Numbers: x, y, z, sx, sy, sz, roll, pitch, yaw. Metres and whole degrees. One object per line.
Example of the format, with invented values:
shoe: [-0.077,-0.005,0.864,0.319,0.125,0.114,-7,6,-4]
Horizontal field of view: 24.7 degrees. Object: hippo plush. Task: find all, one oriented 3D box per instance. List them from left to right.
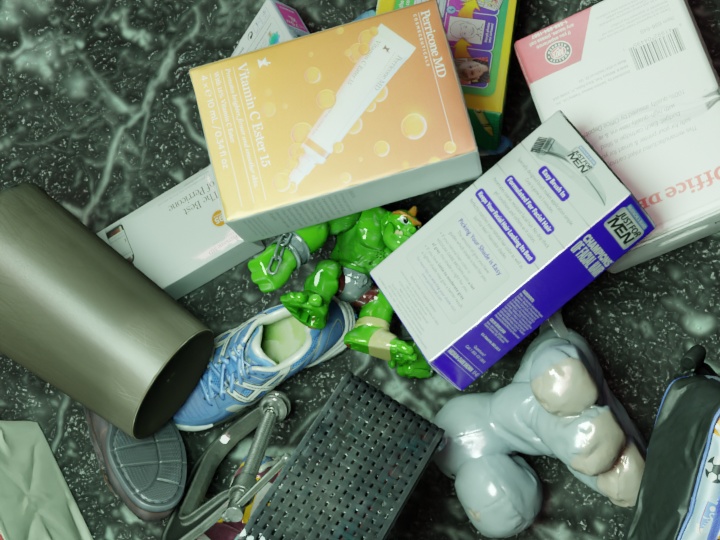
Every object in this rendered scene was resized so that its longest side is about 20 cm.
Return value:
hippo plush: [0.124,0.124,1.314,0.160,0.159,0.201,-31,75,12]

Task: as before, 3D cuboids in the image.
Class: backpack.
backpack: [0.308,0.180,1.225,0.154,0.189,0.202,32,107,59]

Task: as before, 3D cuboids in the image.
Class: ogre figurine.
ogre figurine: [0.000,0.000,1.378,0.198,0.098,0.121,23,69,-15]

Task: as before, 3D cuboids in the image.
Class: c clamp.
c clamp: [-0.100,0.163,1.376,0.027,0.200,0.171,42,110,-13]

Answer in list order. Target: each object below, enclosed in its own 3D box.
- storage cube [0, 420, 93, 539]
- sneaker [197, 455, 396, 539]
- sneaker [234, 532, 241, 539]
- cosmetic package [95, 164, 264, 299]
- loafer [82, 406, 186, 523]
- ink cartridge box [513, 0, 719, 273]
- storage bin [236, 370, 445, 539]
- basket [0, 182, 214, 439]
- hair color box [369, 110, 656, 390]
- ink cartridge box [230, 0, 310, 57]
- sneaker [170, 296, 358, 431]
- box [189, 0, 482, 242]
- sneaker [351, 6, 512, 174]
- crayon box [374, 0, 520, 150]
storage cube: [-0.359,0.249,1.460,0.179,0.171,0.201,-33,73,10]
sneaker: [-0.060,0.189,1.414,0.199,0.075,0.091,-30,80,12]
sneaker: [-0.134,0.278,1.374,0.081,0.074,0.201,19,130,-9]
cosmetic package: [-0.193,-0.010,1.501,0.199,0.051,0.083,-30,75,13]
loafer: [-0.204,0.149,1.451,0.201,0.071,0.063,62,143,41]
ink cartridge box: [0.231,-0.117,1.350,0.144,0.085,0.202,-23,74,15]
storage bin: [-0.028,0.194,1.256,0.093,0.200,0.136,30,136,4]
basket: [-0.235,0.043,1.405,0.199,0.181,0.136,34,69,13]
hair color box: [0.117,-0.016,1.278,0.200,0.065,0.110,-41,50,8]
ink cartridge box: [-0.067,-0.132,1.422,0.120,0.042,0.201,-53,40,24]
sneaker: [-0.100,0.075,1.442,0.199,0.077,0.076,-34,75,15]
box: [-0.017,-0.113,1.271,0.198,0.097,0.126,-16,80,3]
sneaker: [0.056,-0.161,1.422,0.200,0.078,0.090,39,91,18]
crayon box: [0.072,-0.206,1.384,0.117,0.058,0.202,8,64,6]
